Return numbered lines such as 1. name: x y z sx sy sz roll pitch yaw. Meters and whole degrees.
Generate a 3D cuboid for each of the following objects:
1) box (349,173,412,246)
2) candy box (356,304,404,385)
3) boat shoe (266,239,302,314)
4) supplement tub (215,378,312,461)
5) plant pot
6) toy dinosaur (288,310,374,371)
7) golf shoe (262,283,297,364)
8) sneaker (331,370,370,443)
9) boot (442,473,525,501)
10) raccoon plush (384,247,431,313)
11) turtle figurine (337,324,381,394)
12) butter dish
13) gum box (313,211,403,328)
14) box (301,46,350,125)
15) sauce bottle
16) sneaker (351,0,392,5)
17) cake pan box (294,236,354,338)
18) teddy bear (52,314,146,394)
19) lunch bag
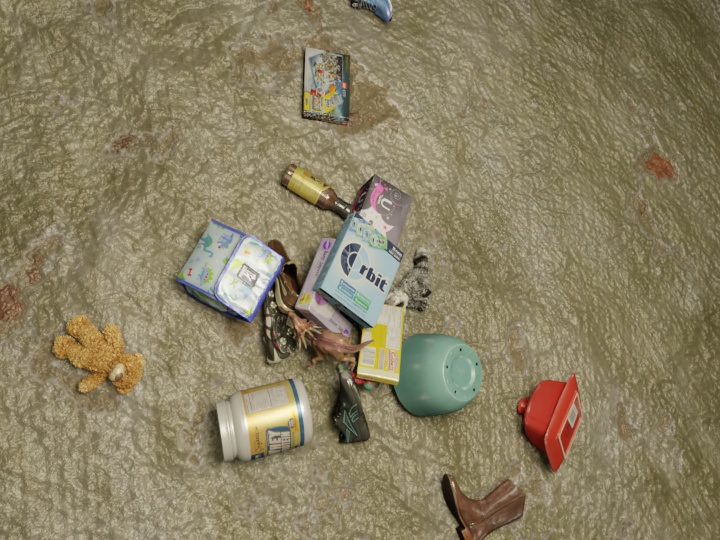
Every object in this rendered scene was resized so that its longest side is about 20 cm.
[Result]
1. box: 0.035 -0.118 1.390 0.129 0.114 0.206 27 68 -16
2. candy box: 0.049 0.168 1.278 0.098 0.027 0.205 12 51 -3
3. boat shoe: -0.176 0.001 1.290 0.073 0.075 0.207 13 46 -46
4. supplement tub: -0.212 0.329 1.178 0.192 0.145 0.150 -10 77 -19
5. plant pot: 0.199 0.250 1.296 0.194 0.159 0.210 7 77 -29
6. toy dinosaur: -0.072 0.160 1.197 0.192 0.137 0.089 6 63 17
7. golf shoe: -0.207 0.121 1.275 0.076 0.088 0.205 20 42 -37
8. sneaker: -0.030 0.324 1.237 0.076 0.076 0.207 -15 117 -5
9. boot: 0.309 0.553 1.320 0.194 0.064 0.193 -20 94 -18
10. raccoon plush: 0.114 0.033 1.417 0.128 0.099 0.205 2 44 -3
11. turtle figurine: 0.026 0.221 1.313 0.145 0.101 0.207 18 64 -14
12. butter dish: 0.478 0.375 1.389 0.202 0.145 0.202 -54 136 -23
13. gum box: 0.000 0.000 1.246 0.168 0.044 0.205 36 66 -26
14. box: -0.097 -0.519 1.511 0.131 0.038 0.209 5 73 -16
15. sauce bottle: -0.112 -0.203 1.405 0.196 0.065 0.066 31 68 -9
16. sneaker: 0.015 -0.813 1.617 0.199 0.079 0.090 41 75 6
17. cake pan box: -0.062 0.054 1.297 0.051 0.201 0.189 8 64 33
18. teddy bear: -0.564 0.184 1.152 0.144 0.067 0.202 -39 88 -20
19. lunch bag: -0.294 0.006 1.234 0.194 0.128 0.174 24 69 9
